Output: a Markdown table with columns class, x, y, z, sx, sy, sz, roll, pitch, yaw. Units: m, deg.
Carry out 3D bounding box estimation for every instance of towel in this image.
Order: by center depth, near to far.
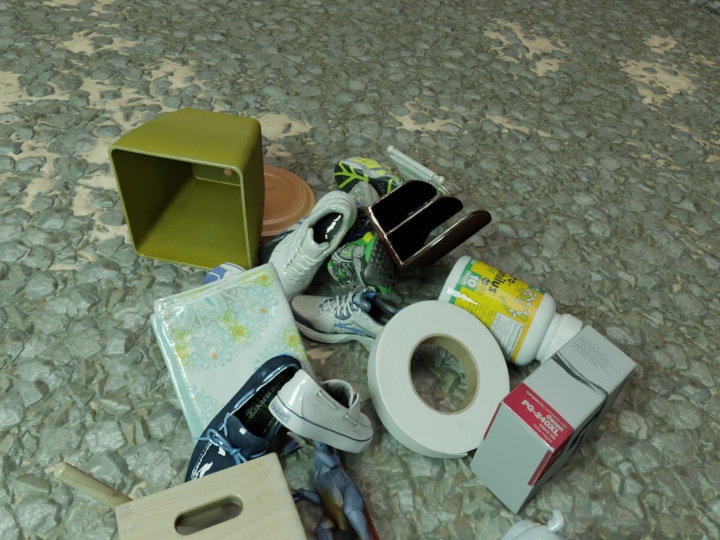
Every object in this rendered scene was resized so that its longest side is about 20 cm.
| class | x | y | z | sx | sy | sz | roll | pitch | yaw |
| --- | --- | --- | --- | --- | --- | --- | --- | --- | --- |
| towel | -0.153 | 0.108 | 0.799 | 0.168 | 0.048 | 0.205 | -20 | 87 | -17 |

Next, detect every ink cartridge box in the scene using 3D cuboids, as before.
| class | x | y | z | sx | sy | sz | roll | pitch | yaw |
| --- | --- | --- | --- | --- | --- | --- | --- | --- | --- |
| ink cartridge box | 0.243 | 0.183 | 0.805 | 0.198 | 0.148 | 0.083 | -28 | 54 | -34 |

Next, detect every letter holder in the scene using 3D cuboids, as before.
| class | x | y | z | sx | sy | sz | roll | pitch | yaw |
| --- | --- | --- | --- | --- | --- | --- | --- | --- | --- |
| letter holder | 0.114 | -0.084 | 0.977 | 0.102 | 0.141 | 0.199 | 58 | 17 | 9 |

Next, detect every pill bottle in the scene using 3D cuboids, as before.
| class | x | y | z | sx | sy | sz | roll | pitch | yaw |
| --- | --- | --- | --- | --- | --- | --- | --- | --- | --- |
| pill bottle | 0.217 | 0.069 | 0.944 | 0.197 | 0.115 | 0.113 | 27 | 45 | 17 |

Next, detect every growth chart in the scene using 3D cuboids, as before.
| class | x | y | z | sx | sy | sz | roll | pitch | yaw |
| --- | --- | --- | --- | --- | --- | --- | --- | --- | --- |
| growth chart | 0.114 | -0.153 | 1.130 | 0.144 | 0.200 | 0.018 | 37 | 90 | 20 |

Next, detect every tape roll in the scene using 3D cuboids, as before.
| class | x | y | z | sx | sy | sz | roll | pitch | yaw |
| --- | --- | --- | --- | --- | --- | --- | --- | --- | --- |
| tape roll | 0.105 | 0.142 | 0.848 | 0.198 | 0.037 | 0.208 | 9 | 64 | -18 |

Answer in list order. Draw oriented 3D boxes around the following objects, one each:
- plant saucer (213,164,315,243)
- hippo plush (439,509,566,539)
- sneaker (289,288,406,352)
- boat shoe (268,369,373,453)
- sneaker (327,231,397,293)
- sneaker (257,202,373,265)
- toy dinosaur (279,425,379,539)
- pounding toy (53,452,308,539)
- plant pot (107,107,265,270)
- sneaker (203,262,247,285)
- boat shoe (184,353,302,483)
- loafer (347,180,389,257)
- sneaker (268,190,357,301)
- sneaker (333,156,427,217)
| class | x | y | z | sx | sy | sz | roll | pitch | yaw |
| --- | --- | --- | --- | --- | --- | --- | --- | --- | --- |
| plant saucer | -0.176 | -0.127 | 1.127 | 0.195 | 0.033 | 0.203 | 6 | 44 | -6 |
| hippo plush | 0.184 | 0.303 | 0.649 | 0.197 | 0.163 | 0.160 | 28 | 45 | 11 |
| sneaker | -0.010 | 0.059 | 0.928 | 0.195 | 0.087 | 0.078 | 13 | 43 | 3 |
| boat shoe | -0.027 | 0.163 | 0.747 | 0.073 | 0.200 | 0.066 | 36 | 89 | 29 |
| sneaker | 0.000 | 0.000 | 0.899 | 0.083 | 0.080 | 0.200 | -22 | 8 | -3 |
| sneaker | -0.071 | -0.052 | 1.028 | 0.196 | 0.077 | 0.077 | -21 | 24 | -2 |
| toy dinosaur | -0.037 | 0.261 | 0.749 | 0.198 | 0.105 | 0.183 | 35 | 26 | -24 |
| pounding toy | -0.165 | 0.263 | 0.612 | 0.195 | 0.187 | 0.143 | -12 | 47 | -22 |
| plant pot | -0.238 | -0.139 | 0.988 | 0.195 | 0.203 | 0.179 | 11 | 44 | 7 |
| sneaker | -0.175 | 0.080 | 0.877 | 0.114 | 0.082 | 0.199 | -26 | 56 | -35 |
| boat shoe | -0.138 | 0.180 | 0.733 | 0.083 | 0.068 | 0.203 | 31 | 75 | -13 |
| loafer | 0.025 | -0.069 | 1.077 | 0.069 | 0.070 | 0.203 | 29 | 37 | -34 |
| sneaker | -0.081 | -0.030 | 0.936 | 0.077 | 0.202 | 0.099 | 35 | 7 | -6 |
| sneaker | 0.047 | -0.161 | 1.176 | 0.198 | 0.076 | 0.076 | 32 | 47 | 19 |
